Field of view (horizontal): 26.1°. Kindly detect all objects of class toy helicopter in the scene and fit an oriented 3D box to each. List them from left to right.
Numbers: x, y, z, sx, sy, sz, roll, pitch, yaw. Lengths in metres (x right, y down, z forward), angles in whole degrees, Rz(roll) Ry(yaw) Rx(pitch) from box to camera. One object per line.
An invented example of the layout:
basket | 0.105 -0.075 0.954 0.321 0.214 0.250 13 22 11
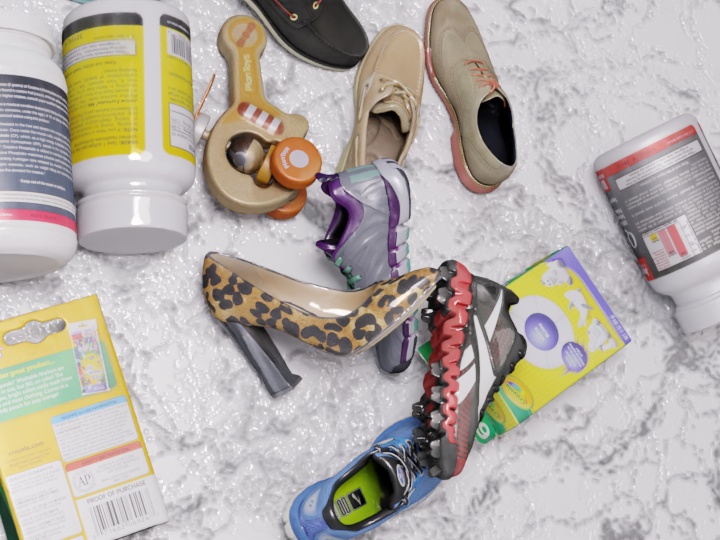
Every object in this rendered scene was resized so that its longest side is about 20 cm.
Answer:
toy helicopter | -0.113 -0.145 1.428 0.131 0.079 0.202 0 66 -16

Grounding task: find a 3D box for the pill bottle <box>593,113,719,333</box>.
pill bottle | 0.327 -0.046 1.572 0.115 0.116 0.201 -25 88 -28

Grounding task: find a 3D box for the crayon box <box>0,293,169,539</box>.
crayon box | -0.251 0.134 1.293 0.125 0.052 0.202 -16 85 -27

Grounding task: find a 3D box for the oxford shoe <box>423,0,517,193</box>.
oxford shoe | 0.118 -0.182 1.530 0.070 0.075 0.202 -13 83 -26

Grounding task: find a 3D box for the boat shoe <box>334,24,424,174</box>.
boat shoe | 0.030 -0.150 1.487 0.071 0.064 0.202 20 70 -19

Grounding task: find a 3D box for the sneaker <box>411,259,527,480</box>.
sneaker | 0.101 0.092 1.383 0.097 0.071 0.202 13 66 -14

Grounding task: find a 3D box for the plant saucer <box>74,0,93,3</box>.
plant saucer | -0.216 -0.326 1.367 0.198 0.201 0.036 6 40 -24

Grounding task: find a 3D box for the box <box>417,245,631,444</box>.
box | 0.156 0.071 1.487 0.199 0.048 0.118 -32 85 -32

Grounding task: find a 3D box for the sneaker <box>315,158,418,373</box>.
sneaker | 0.000 0.000 1.416 0.087 0.074 0.202 -9 105 -18

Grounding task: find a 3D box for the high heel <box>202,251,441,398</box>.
high heel | -0.040 0.009 1.360 0.143 0.199 0.071 57 19 -7

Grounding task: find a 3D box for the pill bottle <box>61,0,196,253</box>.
pill bottle | -0.200 -0.123 1.345 0.113 0.114 0.202 3 76 -24

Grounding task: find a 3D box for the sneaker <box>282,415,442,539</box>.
sneaker | 0.028 0.188 1.387 0.199 0.089 0.079 -32 92 -34

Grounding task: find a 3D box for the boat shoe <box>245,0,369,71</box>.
boat shoe | -0.061 -0.263 1.459 0.201 0.063 0.074 42 55 -27

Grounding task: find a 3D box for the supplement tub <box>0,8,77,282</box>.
supplement tub | -0.307 -0.099 1.274 0.139 0.140 0.202 0 78 -25
